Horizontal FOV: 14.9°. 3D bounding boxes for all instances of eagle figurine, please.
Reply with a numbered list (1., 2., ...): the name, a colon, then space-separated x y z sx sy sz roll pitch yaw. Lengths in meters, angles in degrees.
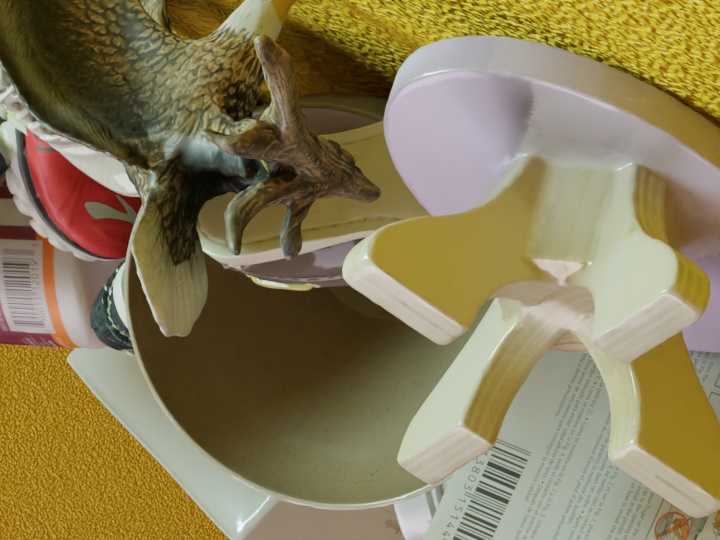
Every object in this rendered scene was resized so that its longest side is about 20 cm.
1. eagle figurine: -0.085 -0.081 1.175 0.200 0.152 0.151 29 -145 32

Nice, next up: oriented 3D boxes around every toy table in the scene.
1. toy table: 0.087 0.006 1.099 0.199 0.117 0.184 26 143 -9

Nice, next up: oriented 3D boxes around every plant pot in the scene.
1. plant pot: 0.000 0.000 1.351 0.200 0.201 0.134 25 -158 8

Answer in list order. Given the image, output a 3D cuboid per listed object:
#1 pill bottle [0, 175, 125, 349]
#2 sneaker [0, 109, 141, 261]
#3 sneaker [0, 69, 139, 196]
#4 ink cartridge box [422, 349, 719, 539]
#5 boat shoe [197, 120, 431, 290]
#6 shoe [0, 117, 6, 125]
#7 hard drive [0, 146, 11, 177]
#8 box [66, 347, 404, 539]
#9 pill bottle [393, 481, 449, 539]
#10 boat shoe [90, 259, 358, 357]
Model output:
1. pill bottle: -0.233 -0.016 1.562 0.199 0.115 0.114 3 167 14
2. sneaker: -0.136 -0.080 1.377 0.085 0.077 0.201 9 137 32
3. sneaker: -0.156 -0.097 1.280 0.075 0.081 0.200 -23 126 27
4. ink cartridge box: 0.142 0.071 1.199 0.176 0.201 0.045 21 172 31
5. boat shoe: 0.024 -0.029 1.230 0.199 0.072 0.060 -7 159 16
6. shoe: -0.156 -0.099 1.527 0.091 0.072 0.200 28 169 6
7. hard drive: -0.275 -0.050 1.438 0.140 0.033 0.200 44 140 -2
8. box: -0.043 0.084 1.840 0.200 0.171 0.199 43 -178 30
9. pill bottle: 0.121 0.100 1.504 0.199 0.113 0.112 -9 161 15
10. boat shoe: -0.049 0.000 1.450 0.199 0.076 0.060 -7 169 -29
